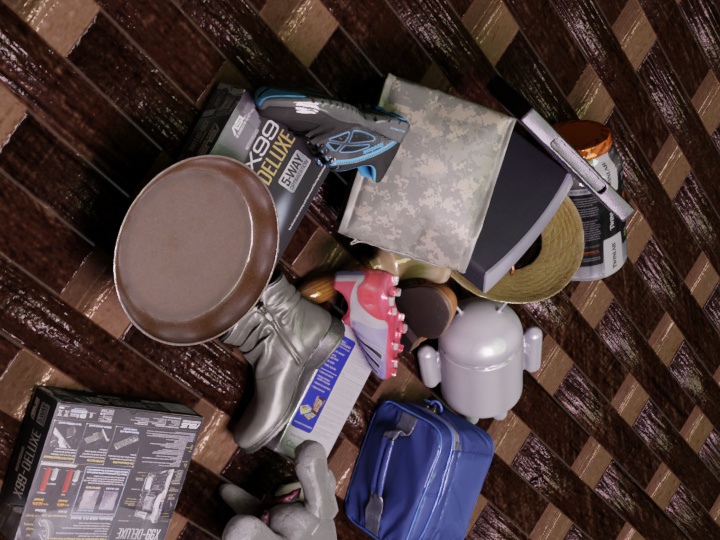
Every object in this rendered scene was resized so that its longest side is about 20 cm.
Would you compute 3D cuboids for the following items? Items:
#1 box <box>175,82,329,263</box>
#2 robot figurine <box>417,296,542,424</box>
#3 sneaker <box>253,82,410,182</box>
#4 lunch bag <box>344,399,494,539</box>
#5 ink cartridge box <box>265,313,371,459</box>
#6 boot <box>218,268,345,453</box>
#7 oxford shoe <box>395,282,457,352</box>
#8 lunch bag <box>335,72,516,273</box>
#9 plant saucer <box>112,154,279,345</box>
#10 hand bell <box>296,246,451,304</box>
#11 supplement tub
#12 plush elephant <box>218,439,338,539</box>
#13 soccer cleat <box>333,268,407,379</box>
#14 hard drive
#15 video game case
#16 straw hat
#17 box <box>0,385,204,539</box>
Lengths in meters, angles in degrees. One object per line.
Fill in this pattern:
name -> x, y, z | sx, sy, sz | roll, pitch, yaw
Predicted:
box -> -0.135, -0.078, 1.401 | 0.158, 0.050, 0.201 | 35, 82, -45
robot figurine -> 0.160, 0.116, 1.721 | 0.169, 0.113, 0.201 | -11, 131, -7
sneaker -> -0.032, -0.145, 1.376 | 0.199, 0.073, 0.082 | 11, 105, -39
lunch bag -> 0.074, 0.263, 1.694 | 0.132, 0.136, 0.201 | 10, 99, -46
ink cartridge box -> -0.041, 0.143, 1.606 | 0.095, 0.037, 0.201 | 32, 86, -47
boot -> -0.120, 0.102, 1.505 | 0.130, 0.068, 0.200 | 36, 87, -30
oxford shoe -> 0.087, 0.044, 1.596 | 0.071, 0.200, 0.071 | -32, 86, -17
lunch bag -> 0.073, -0.109, 1.512 | 0.163, 0.118, 0.201 | 18, 94, -5
plant saucer -> -0.171, -0.023, 1.321 | 0.200, 0.032, 0.201 | -18, 118, -37
hand bell -> 0.000, 0.000, 1.569 | 0.199, 0.104, 0.105 | -21, 122, -22
supplement tub -> 0.302, -0.097, 1.777 | 0.122, 0.122, 0.201 | -32, 127, -31
plush elephant -> -0.104, 0.303, 1.542 | 0.165, 0.154, 0.200 | -52, 128, -28
soccer cleat -> 0.012, 0.063, 1.558 | 0.200, 0.076, 0.067 | 83, 20, -56
hard drive -> 0.174, -0.085, 1.656 | 0.200, 0.135, 0.042 | -49, 174, -18
video game case -> 0.239, -0.152, 1.573 | 0.181, 0.200, 0.026 | 42, 100, -18
straw hat -> 0.188, -0.034, 1.710 | 0.201, 0.201, 0.085 | -48, 172, -19
box -> -0.278, 0.215, 1.395 | 0.200, 0.050, 0.158 | 13, 98, -46
